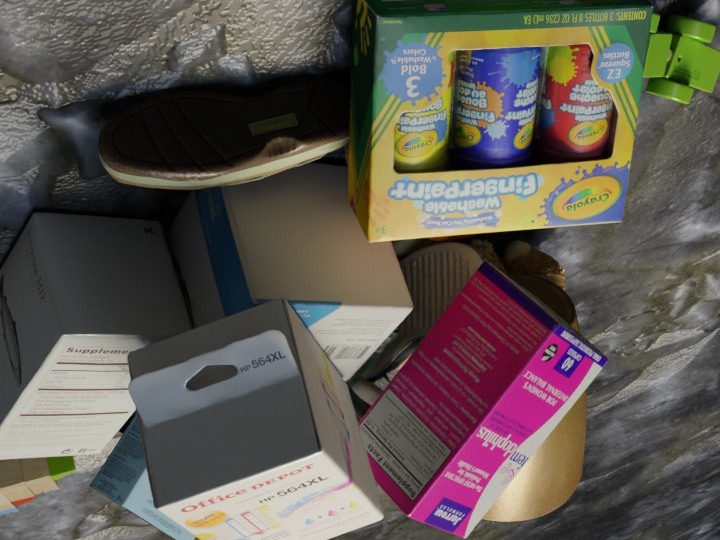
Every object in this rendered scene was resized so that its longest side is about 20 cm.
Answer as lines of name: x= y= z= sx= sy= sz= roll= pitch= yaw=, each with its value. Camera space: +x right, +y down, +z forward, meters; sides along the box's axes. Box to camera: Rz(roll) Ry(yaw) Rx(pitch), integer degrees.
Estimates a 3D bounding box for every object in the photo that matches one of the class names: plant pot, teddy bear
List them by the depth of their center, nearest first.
plant pot: x=0.146 y=0.109 z=1.173 sx=0.185 sy=0.187 sz=0.201 roll=-10 pitch=134 yaw=-19
teddy bear: x=0.105 y=0.012 z=1.218 sx=0.199 sy=0.067 sz=0.145 roll=-20 pitch=148 yaw=13

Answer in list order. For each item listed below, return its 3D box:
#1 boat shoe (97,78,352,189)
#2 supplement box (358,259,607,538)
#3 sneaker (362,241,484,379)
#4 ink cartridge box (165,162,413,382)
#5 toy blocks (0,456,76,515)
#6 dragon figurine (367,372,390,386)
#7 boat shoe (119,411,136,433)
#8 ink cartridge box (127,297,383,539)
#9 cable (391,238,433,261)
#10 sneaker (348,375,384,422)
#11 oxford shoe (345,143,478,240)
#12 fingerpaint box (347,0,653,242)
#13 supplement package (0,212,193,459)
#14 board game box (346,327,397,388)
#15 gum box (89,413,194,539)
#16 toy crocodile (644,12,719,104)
boat shoe: x=-0.097 y=-0.089 z=0.893 sx=0.199 sy=0.072 sz=0.076 roll=-9 pitch=161 yaw=-22
supplement box: x=0.096 y=0.111 z=1.016 sx=0.200 sy=0.103 sz=0.101 roll=-52 pitch=140 yaw=6
sneaker: x=0.058 y=0.032 z=1.110 sx=0.079 sy=0.079 sz=0.200 roll=-12 pitch=161 yaw=-45
ink cartridge box: x=-0.082 y=0.025 z=1.008 sx=0.146 sy=0.147 sz=0.200 roll=3 pitch=144 yaw=-33
toy blocks: x=-0.384 y=0.215 z=1.216 sx=0.199 sy=0.100 sz=0.137 roll=-14 pitch=163 yaw=-11
dragon figurine: x=-0.037 y=0.140 z=1.214 sx=0.099 sy=0.200 sz=0.059 roll=26 pitch=141 yaw=2
boat shoe: x=-0.218 y=0.125 z=1.175 sx=0.084 sy=0.069 sz=0.199 roll=-38 pitch=148 yaw=29
ink cartridge box: x=-0.079 y=0.123 z=0.896 sx=0.128 sy=0.126 sz=0.200 roll=-21 pitch=150 yaw=6
cable: x=0.000 y=0.000 z=1.107 sx=0.097 sy=0.050 sz=0.200 roll=6 pitch=132 yaw=-42
sneaker: x=0.001 y=0.161 z=1.123 sx=0.099 sy=0.071 sz=0.200 roll=-53 pitch=168 yaw=-10
oxford shoe: x=0.059 y=-0.078 z=1.002 sx=0.071 sy=0.073 sz=0.200 roll=-30 pitch=151 yaw=25
fingerpaint box: x=0.096 y=-0.115 z=0.864 sx=0.199 sy=0.073 sz=0.168 roll=-4 pitch=119 yaw=-12
supplement package: x=-0.241 y=0.058 z=0.994 sx=0.117 sy=0.117 sz=0.200 roll=4 pitch=143 yaw=-38
board game box: x=-0.025 y=0.067 z=1.090 sx=0.023 sy=0.105 sz=0.200 roll=14 pitch=138 yaw=-25
gum box: x=-0.159 y=0.154 z=1.172 sx=0.201 sy=0.044 sz=0.170 roll=-59 pitch=155 yaw=-15
toy crocodile: x=0.227 y=-0.176 z=0.966 sx=0.199 sy=0.062 sz=0.068 roll=-1 pitch=111 yaw=-42
